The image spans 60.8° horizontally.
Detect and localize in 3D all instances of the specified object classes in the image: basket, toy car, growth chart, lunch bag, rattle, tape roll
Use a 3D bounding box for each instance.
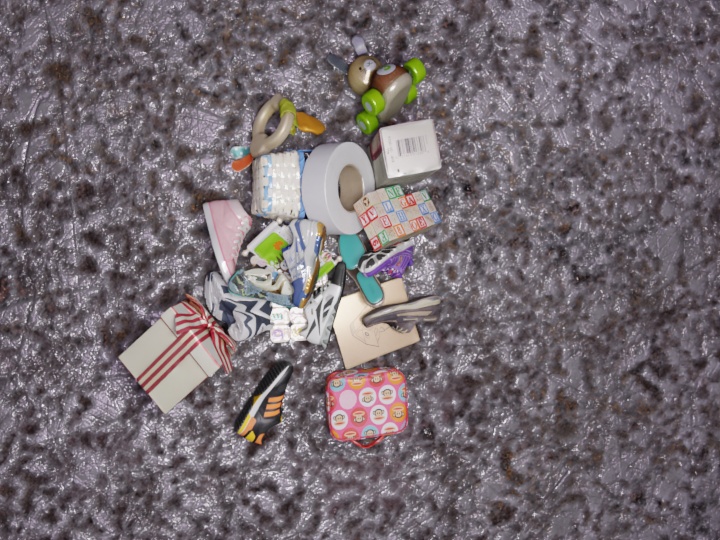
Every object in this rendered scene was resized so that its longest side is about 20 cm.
[{"bbox_3d":[-0.148,-0.193,1.400,0.195,0.138,0.182,2,89,-23],"label":"basket"},{"bbox_3d":[0.023,-0.457,1.426,0.163,0.158,0.201,-39,83,-18],"label":"toy car"},{"bbox_3d":[-0.158,-0.030,1.400,0.198,0.018,0.145,33,112,-24],"label":"growth chart"},{"bbox_3d":[0.016,0.325,1.448,0.194,0.082,0.182,-3,91,-9],"label":"lunch bag"},{"bbox_3d":[-0.200,-0.300,1.445,0.129,0.142,0.203,38,102,26],"label":"rattle"},{"bbox_3d":[-0.046,-0.184,1.385,0.069,0.200,0.209,2,89,34],"label":"tape roll"}]

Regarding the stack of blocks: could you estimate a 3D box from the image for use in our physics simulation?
[{"bbox_3d":[0.088,-0.131,1.413,0.197,0.058,0.117,-21,82,-44],"label":"stack of blocks"}]

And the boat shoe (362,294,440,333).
[{"bbox_3d":[0.102,0.112,1.443,0.194,0.074,0.076,-13,92,-9],"label":"boat shoe"}]

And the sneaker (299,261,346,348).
[{"bbox_3d":[-0.088,0.071,1.411,0.086,0.074,0.205,18,95,2],"label":"sneaker"}]

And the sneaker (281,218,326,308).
[{"bbox_3d":[-0.134,-0.018,1.360,0.086,0.075,0.205,15,107,6],"label":"sneaker"}]

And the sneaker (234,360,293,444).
[{"bbox_3d":[-0.206,0.309,1.431,0.090,0.070,0.202,38,85,-21],"label":"sneaker"}]

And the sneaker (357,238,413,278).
[{"bbox_3d":[0.071,-0.016,1.418,0.198,0.079,0.086,-23,105,-50],"label":"sneaker"}]

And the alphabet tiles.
[{"bbox_3d":[-0.170,0.066,1.456,0.189,0.015,0.207,-3,91,-8],"label":"alphabet tiles"}]

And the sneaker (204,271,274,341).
[{"bbox_3d":[-0.268,0.075,1.410,0.128,0.198,0.081,-2,124,-47],"label":"sneaker"}]

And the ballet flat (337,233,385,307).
[{"bbox_3d":[0.000,0.000,1.448,0.067,0.067,0.204,-23,73,1],"label":"ballet flat"}]

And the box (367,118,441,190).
[{"bbox_3d":[0.095,-0.259,1.400,0.124,0.200,0.112,-12,91,-8],"label":"box"}]

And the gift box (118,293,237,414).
[{"bbox_3d":[-0.379,0.179,1.324,0.186,0.200,0.185,-40,98,4],"label":"gift box"}]

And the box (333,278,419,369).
[{"bbox_3d":[0.031,0.125,1.479,0.195,0.021,0.168,-18,93,-10],"label":"box"}]

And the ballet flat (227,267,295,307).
[{"bbox_3d":[-0.200,0.035,1.371,0.197,0.073,0.077,12,88,-42],"label":"ballet flat"}]

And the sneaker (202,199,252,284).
[{"bbox_3d":[-0.288,-0.075,1.390,0.102,0.076,0.205,-14,68,-12],"label":"sneaker"}]
